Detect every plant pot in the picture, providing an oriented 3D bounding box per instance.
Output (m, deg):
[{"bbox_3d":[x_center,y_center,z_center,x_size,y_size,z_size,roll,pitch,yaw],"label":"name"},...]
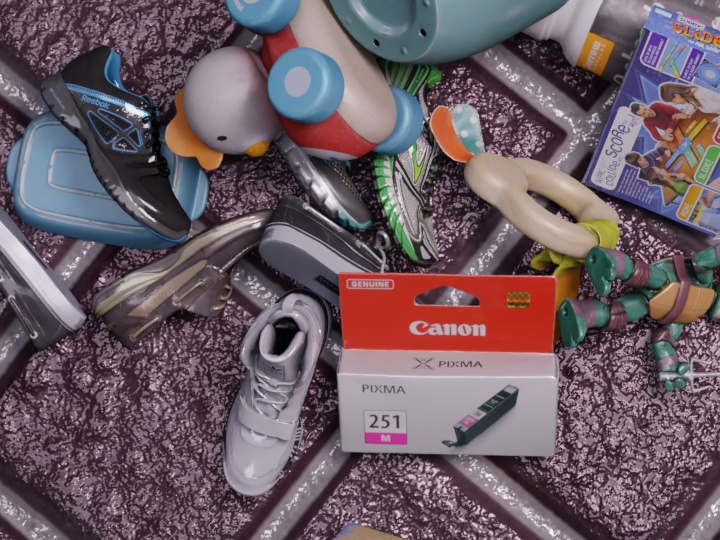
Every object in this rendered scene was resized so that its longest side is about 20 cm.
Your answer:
[{"bbox_3d":[0.063,-0.267,1.414,0.201,0.201,0.161,47,56,6],"label":"plant pot"}]

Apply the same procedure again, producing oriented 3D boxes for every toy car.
[{"bbox_3d":[-0.082,-0.146,1.467,0.200,0.184,0.177,-33,70,21],"label":"toy car"}]

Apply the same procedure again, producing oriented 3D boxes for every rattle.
[{"bbox_3d":[0.127,-0.045,1.534,0.199,0.143,0.130,26,44,-2],"label":"rattle"}]

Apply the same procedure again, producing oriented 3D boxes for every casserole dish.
[{"bbox_3d":[-0.244,-0.088,1.590,0.199,0.039,0.122,10,87,5],"label":"casserole dish"}]

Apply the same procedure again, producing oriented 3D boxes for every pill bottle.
[{"bbox_3d":[0.252,-0.221,1.515,0.199,0.116,0.117,24,89,6],"label":"pill bottle"}]

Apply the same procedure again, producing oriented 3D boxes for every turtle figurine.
[{"bbox_3d":[0.282,0.031,1.499,0.199,0.101,0.150,6,111,-23],"label":"turtle figurine"}]

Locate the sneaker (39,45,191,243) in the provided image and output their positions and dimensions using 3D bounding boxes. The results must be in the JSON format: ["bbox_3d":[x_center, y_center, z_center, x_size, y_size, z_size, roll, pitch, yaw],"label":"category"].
[{"bbox_3d":[-0.210,-0.115,1.533,0.082,0.073,0.200,-37,84,2],"label":"sneaker"}]

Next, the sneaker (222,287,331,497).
[{"bbox_3d":[-0.084,0.110,1.525,0.075,0.115,0.201,18,88,6],"label":"sneaker"}]

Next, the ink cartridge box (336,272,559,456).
[{"bbox_3d":[0.078,0.086,1.503,0.199,0.044,0.174,1,125,5],"label":"ink cartridge box"}]

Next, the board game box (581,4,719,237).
[{"bbox_3d":[0.286,-0.127,1.475,0.135,0.200,0.035,23,51,6],"label":"board game box"}]

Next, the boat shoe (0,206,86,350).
[{"bbox_3d":[-0.343,-0.009,1.583,0.066,0.070,0.200,-40,92,0],"label":"boat shoe"}]

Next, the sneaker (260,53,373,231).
[{"bbox_3d":[-0.036,-0.131,1.558,0.091,0.078,0.200,-33,86,-2],"label":"sneaker"}]

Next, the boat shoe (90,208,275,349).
[{"bbox_3d":[-0.153,0.008,1.566,0.199,0.075,0.074,-28,96,10],"label":"boat shoe"}]

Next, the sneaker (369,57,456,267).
[{"bbox_3d":[0.051,-0.102,1.545,0.085,0.078,0.201,-7,85,4],"label":"sneaker"}]

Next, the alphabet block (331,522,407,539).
[{"bbox_3d":[0.050,0.345,1.460,0.199,0.196,0.196,16,90,6],"label":"alphabet block"}]

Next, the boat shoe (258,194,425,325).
[{"bbox_3d":[-0.002,0.001,1.533,0.199,0.074,0.068,31,58,-16],"label":"boat shoe"}]
